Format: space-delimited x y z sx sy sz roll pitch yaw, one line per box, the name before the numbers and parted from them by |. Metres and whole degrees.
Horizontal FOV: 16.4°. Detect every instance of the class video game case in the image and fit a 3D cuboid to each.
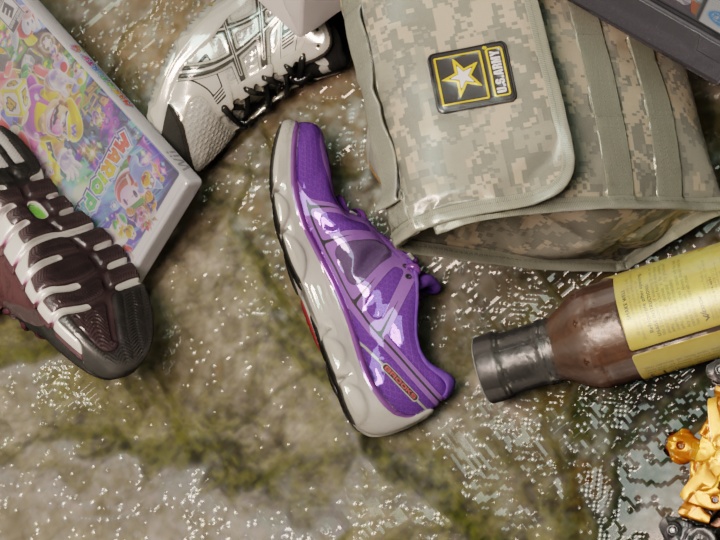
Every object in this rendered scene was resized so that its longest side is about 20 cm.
video game case | 0.142 -0.195 1.421 0.199 0.181 0.026 31 122 5
video game case | -0.196 -0.069 1.573 0.200 0.018 0.144 47 121 22

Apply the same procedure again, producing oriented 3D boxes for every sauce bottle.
sauce bottle | 0.162 0.029 1.439 0.199 0.065 0.065 -16 73 13

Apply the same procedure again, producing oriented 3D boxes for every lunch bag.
lunch bag | 0.087 -0.093 1.413 0.117 0.199 0.165 -35 62 50

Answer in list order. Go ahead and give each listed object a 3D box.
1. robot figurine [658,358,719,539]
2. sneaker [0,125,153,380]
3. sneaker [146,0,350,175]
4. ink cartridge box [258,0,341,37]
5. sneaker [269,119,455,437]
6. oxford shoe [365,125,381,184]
robot figurine | 0.264 0.125 1.385 0.199 0.058 0.146 16 82 20
sneaker | -0.206 0.013 1.548 0.200 0.075 0.116 53 133 25
sneaker | -0.054 -0.135 1.544 0.087 0.076 0.201 32 89 22
ink cartridge box | 0.000 -0.246 1.518 0.200 0.068 0.116 -38 67 -23
sneaker | 0.000 0.000 1.507 0.083 0.081 0.201 -21 78 -5
oxford shoe | 0.055 -0.131 1.516 0.058 0.075 0.201 11 76 57
